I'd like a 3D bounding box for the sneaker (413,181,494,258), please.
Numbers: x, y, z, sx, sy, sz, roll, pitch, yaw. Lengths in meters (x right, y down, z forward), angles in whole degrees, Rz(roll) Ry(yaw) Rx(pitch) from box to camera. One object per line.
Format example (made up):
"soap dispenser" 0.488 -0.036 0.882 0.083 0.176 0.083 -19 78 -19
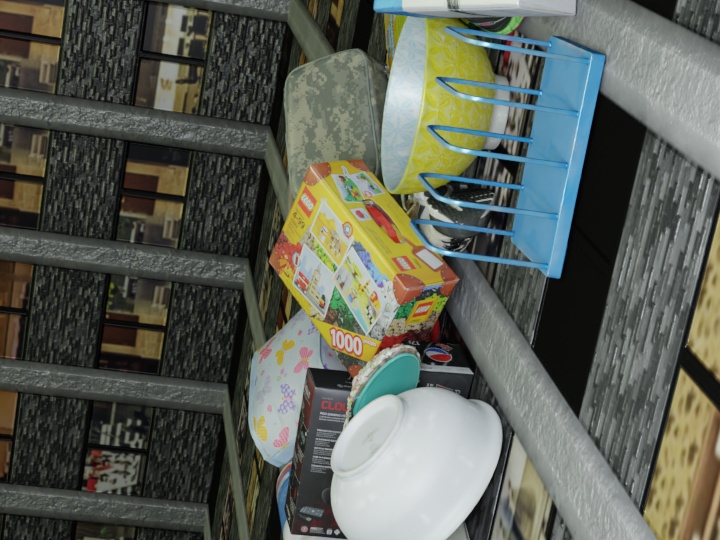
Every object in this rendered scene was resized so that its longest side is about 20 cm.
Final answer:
"sneaker" 0.103 -0.050 1.687 0.200 0.074 0.080 -117 21 -79

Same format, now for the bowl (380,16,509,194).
"bowl" 0.095 -0.173 1.662 0.200 0.108 0.200 -172 90 -79

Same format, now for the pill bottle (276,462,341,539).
"pill bottle" -0.050 0.332 2.084 0.200 0.112 0.112 -108 27 -68

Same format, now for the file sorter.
"file sorter" 0.126 -0.113 1.422 0.139 0.123 0.200 -118 36 -73

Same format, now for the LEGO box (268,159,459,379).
"LEGO box" 0.000 0.000 1.724 0.200 0.077 0.149 52 134 31

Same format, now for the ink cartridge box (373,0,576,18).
"ink cartridge box" 0.111 -0.314 1.489 0.200 0.084 0.145 10 98 48

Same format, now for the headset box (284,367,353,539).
"headset box" 0.002 0.201 1.791 0.075 0.148 0.200 -121 40 -72

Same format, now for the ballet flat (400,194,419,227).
"ballet flat" 0.080 -0.140 1.836 0.071 0.065 0.200 -140 58 -80

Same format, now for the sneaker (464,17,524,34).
"sneaker" 0.143 -0.314 1.564 0.200 0.084 0.077 112 161 -46

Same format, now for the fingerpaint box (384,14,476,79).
"fingerpaint box" 0.085 -0.310 1.907 0.167 0.073 0.200 109 165 -45

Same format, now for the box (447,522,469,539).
"box" 0.046 0.343 1.618 0.078 0.095 0.200 -101 22 -61

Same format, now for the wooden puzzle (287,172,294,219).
"wooden puzzle" -0.014 -0.098 2.070 0.046 0.185 0.200 -24 52 43

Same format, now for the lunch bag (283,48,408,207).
"lunch bag" 0.002 -0.165 1.994 0.168 0.139 0.200 24 -126 -58

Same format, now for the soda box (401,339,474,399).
"soda box" 0.062 0.176 1.698 0.063 0.071 0.200 -114 32 -59

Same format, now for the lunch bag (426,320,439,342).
"lunch bag" 0.024 0.013 1.867 0.200 0.082 0.176 169 89 -75

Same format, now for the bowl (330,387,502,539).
"bowl" 0.035 0.185 1.530 0.201 0.090 0.201 -41 22 21

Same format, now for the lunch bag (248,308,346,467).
"lunch bag" -0.062 0.157 2.133 0.170 0.127 0.200 -45 26 30

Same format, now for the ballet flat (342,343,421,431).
"ballet flat" 0.008 0.147 1.639 0.064 0.076 0.200 57 137 49
